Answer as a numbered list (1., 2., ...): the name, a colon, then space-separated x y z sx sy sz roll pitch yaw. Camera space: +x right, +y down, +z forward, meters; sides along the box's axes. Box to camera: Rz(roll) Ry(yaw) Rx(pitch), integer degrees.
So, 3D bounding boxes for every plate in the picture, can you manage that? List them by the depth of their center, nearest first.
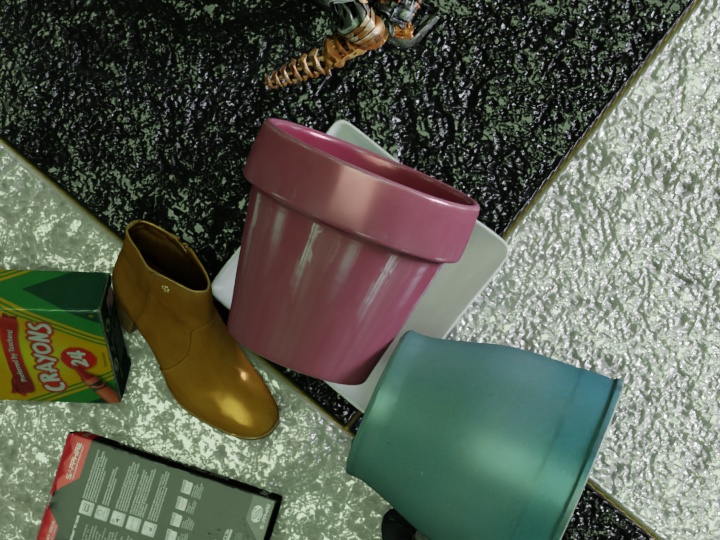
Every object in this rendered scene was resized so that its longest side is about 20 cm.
1. plate: 0.000 0.000 1.547 0.200 0.032 0.200 37 90 6

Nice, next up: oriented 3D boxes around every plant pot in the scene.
1. plant pot: -0.021 -0.010 1.441 0.200 0.200 0.179 22 98 6
2. plant pot: 0.097 0.146 1.448 0.188 0.200 0.200 24 89 7

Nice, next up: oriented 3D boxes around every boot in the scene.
1. boot: -0.142 0.054 1.497 0.201 0.144 0.071 42 61 9

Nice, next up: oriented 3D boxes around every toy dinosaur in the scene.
1. toy dinosaur: -0.007 -0.241 1.536 0.136 0.102 0.200 47 70 -11

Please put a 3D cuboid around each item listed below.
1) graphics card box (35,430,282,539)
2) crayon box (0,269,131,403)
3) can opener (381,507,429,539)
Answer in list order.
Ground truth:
1. graphics card box: -0.182 0.232 1.542 0.200 0.051 0.126 17 88 7
2. crayon box: -0.315 0.059 1.527 0.200 0.127 0.051 1 46 6
3. can opener: 0.106 0.265 1.518 0.200 0.079 0.063 19 50 3
